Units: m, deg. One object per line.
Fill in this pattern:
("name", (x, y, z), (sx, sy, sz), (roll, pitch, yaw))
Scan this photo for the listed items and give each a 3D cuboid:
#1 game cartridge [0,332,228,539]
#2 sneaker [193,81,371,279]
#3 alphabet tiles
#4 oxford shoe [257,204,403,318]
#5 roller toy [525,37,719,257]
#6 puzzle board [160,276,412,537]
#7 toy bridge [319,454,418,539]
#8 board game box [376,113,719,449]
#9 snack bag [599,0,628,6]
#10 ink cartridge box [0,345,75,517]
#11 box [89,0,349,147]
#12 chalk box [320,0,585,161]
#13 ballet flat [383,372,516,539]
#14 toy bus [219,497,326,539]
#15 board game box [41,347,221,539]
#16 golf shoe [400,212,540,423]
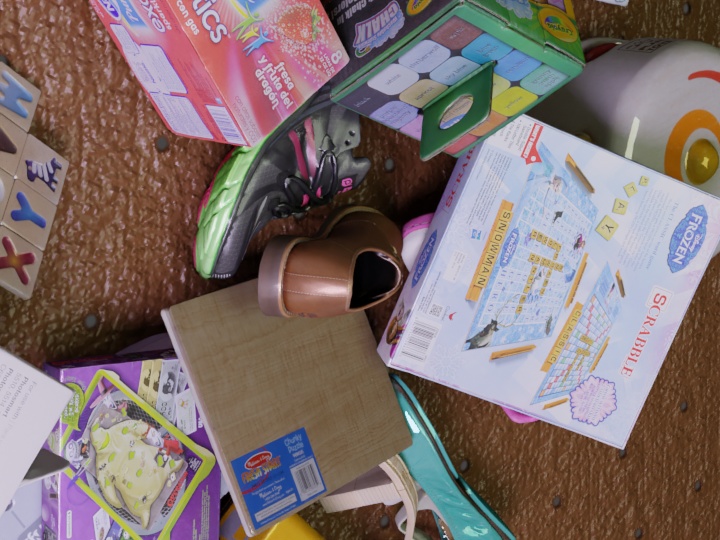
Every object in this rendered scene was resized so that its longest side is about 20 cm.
("game cartridge", (-0.168, 0.139, 0.934), (0.200, 0.040, 0.134), (-43, 126, -25))
("sneaker", (-0.040, -0.071, 0.955), (0.084, 0.077, 0.200), (38, 74, -8))
("alphabet tiles", (-0.248, -0.073, 0.792), (0.200, 0.006, 0.167), (38, 47, -37))
("oxford shoe", (0.000, 0.000, 0.961), (0.200, 0.071, 0.072), (-32, 126, -68))
("roller toy", (0.222, -0.093, 1.133), (0.200, 0.139, 0.183), (32, 79, -38))
("puzzle board", (-0.045, 0.076, 0.961), (0.200, 0.017, 0.152), (-19, 89, -56))
("toy bridge", (0.003, 0.158, 1.052), (0.027, 0.067, 0.201), (-72, 142, -54))
("board game box", (0.141, 0.005, 1.031), (0.199, 0.041, 0.201), (21, 99, -17))
("snack bag", (0.160, -0.319, 1.112), (0.188, 0.021, 0.201), (5, 96, -39))
("ink cartridge box", (-0.267, 0.074, 0.777), (0.200, 0.128, 0.126), (39, 75, -37))
("box", (-0.107, -0.184, 0.873), (0.095, 0.102, 0.201), (-44, 122, -24))
("chalk box", (0.058, -0.164, 0.938), (0.124, 0.125, 0.201), (19, 53, -40))
("ballet flat", (0.050, 0.167, 1.100), (0.070, 0.067, 0.200), (-37, 120, -4))
("toy bus", (-0.034, 0.234, 1.033), (0.065, 0.078, 0.200), (-53, 126, -17))
("board game box", (-0.145, 0.152, 0.915), (0.120, 0.032, 0.201), (-5, 101, -43))
("golf shoe", (0.096, 0.037, 1.083), (0.200, 0.075, 0.092), (46, 33, -34))
